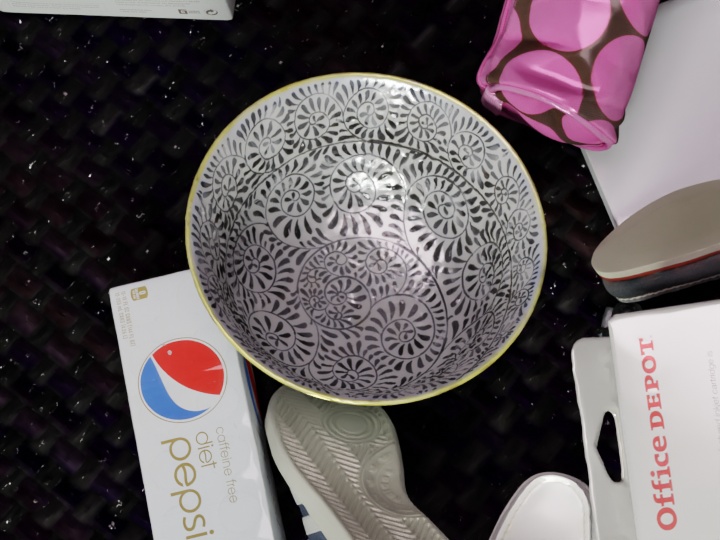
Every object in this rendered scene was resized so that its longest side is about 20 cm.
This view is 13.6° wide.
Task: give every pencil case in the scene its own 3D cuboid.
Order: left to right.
[{"bbox_3d":[0.126,-0.173,1.698,0.093,0.091,0.201,16,85,-10],"label":"pencil case"}]

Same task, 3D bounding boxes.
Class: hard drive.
[{"bbox_3d":[0.221,-0.105,1.737,0.199,0.025,0.132,-21,65,0],"label":"hard drive"}]

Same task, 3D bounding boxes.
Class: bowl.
[{"bbox_3d":[0.000,0.000,1.681,0.199,0.094,0.202,2,64,-4],"label":"bowl"}]

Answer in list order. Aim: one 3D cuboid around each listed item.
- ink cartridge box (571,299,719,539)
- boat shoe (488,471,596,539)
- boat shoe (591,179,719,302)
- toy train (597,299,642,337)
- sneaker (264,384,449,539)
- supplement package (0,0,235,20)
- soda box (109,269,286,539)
[{"bbox_3d":[0.217,0.080,1.580,0.199,0.125,0.129,-8,82,12],"label":"ink cartridge box"},{"bbox_3d":[0.084,0.194,1.605,0.070,0.069,0.201,11,68,15],"label":"boat shoe"},{"bbox_3d":[0.228,-0.021,1.678,0.199,0.063,0.071,-21,32,-2],"label":"boat shoe"},{"bbox_3d":[0.226,0.059,1.661,0.199,0.034,0.046,12,73,14],"label":"toy train"},{"bbox_3d":[-0.005,0.144,1.646,0.075,0.085,0.200,-6,39,-18],"label":"sneaker"},{"bbox_3d":[-0.155,-0.261,1.769,0.151,0.200,0.151,3,67,10],"label":"supplement package"},{"bbox_3d":[-0.087,0.102,1.677,0.068,0.064,0.201,-14,66,3],"label":"soda box"}]
